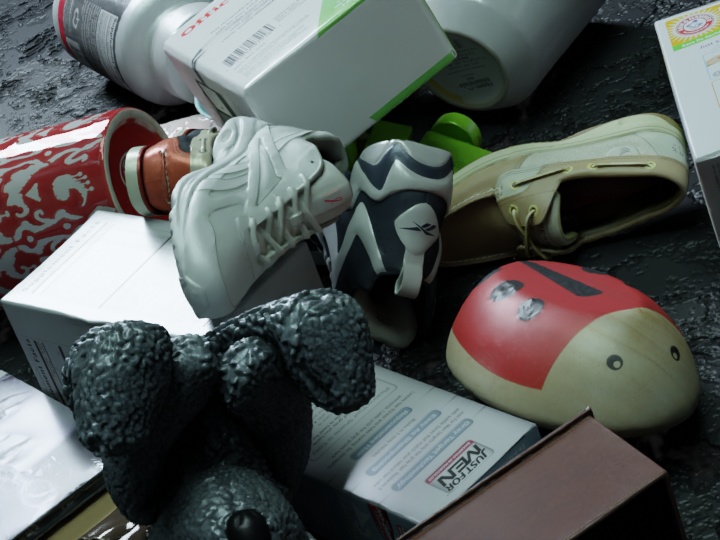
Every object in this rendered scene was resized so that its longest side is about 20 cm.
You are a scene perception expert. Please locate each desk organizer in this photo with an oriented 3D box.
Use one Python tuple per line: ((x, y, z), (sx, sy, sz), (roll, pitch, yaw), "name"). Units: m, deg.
((0.079, 0.169, 1.211), (0.199, 0.072, 0.077), (-32, 35, -17), "desk organizer")

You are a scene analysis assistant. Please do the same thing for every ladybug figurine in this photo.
((0.127, 0.042, 1.342), (0.135, 0.073, 0.200), (-10, 19, -29), "ladybug figurine")

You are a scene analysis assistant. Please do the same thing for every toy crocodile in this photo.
((0.025, -0.083, 1.623), (0.198, 0.062, 0.068), (16, 44, 15), "toy crocodile")

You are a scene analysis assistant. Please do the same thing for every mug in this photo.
((-0.237, -0.062, 1.651), (0.199, 0.134, 0.179), (-15, 47, 28), "mug")
((0.103, -0.195, 1.722), (0.148, 0.187, 0.154), (24, 55, 8), "mug")

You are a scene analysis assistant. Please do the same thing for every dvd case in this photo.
((-0.255, 0.136, 1.476), (0.148, 0.016, 0.199), (-37, 32, -24), "dvd case")

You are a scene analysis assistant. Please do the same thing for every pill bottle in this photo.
((-0.177, -0.206, 1.898), (0.110, 0.111, 0.200), (-33, 33, -19), "pill bottle")

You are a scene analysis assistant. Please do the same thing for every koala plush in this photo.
((-0.079, 0.134, 1.243), (0.176, 0.202, 0.184), (-9, -11, -22), "koala plush")

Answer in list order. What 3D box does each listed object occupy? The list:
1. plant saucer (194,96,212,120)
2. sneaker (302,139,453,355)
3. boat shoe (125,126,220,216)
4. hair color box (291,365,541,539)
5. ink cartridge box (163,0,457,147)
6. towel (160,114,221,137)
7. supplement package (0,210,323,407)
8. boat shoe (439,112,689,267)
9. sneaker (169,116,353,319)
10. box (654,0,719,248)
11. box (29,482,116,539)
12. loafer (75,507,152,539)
((-0.041, -0.174, 1.748), (0.199, 0.036, 0.201), (-28, 29, 17), "plant saucer")
((0.000, 0.000, 1.509), (0.199, 0.079, 0.131), (-23, 57, 56), "sneaker")
((-0.109, -0.071, 1.582), (0.062, 0.072, 0.200), (-9, 1, 14), "boat shoe")
((0.014, 0.118, 1.338), (0.099, 0.061, 0.199), (-40, 35, -27), "hair color box")
((-0.041, -0.160, 1.593), (0.145, 0.084, 0.200), (-39, 25, -7), "ink cartridge box")
((-0.096, -0.079, 1.732), (0.198, 0.032, 0.192), (-11, 33, 15), "towel")
((-0.124, 0.043, 1.486), (0.199, 0.110, 0.114), (10, 42, 39), "supplement package")
((0.130, -0.046, 1.502), (0.199, 0.074, 0.067), (-22, 37, 13), "boat shoe")
((-0.058, -0.041, 1.402), (0.098, 0.078, 0.201), (-4, 34, 18), "sneaker")
((0.267, -0.092, 1.452), (0.101, 0.113, 0.201), (-17, 31, 9), "box")
((-0.247, 0.195, 1.415), (0.200, 0.021, 0.163), (-40, 36, -26), "box")
((-0.134, 0.164, 1.321), (0.070, 0.073, 0.201), (21, 37, -5), "loafer")
